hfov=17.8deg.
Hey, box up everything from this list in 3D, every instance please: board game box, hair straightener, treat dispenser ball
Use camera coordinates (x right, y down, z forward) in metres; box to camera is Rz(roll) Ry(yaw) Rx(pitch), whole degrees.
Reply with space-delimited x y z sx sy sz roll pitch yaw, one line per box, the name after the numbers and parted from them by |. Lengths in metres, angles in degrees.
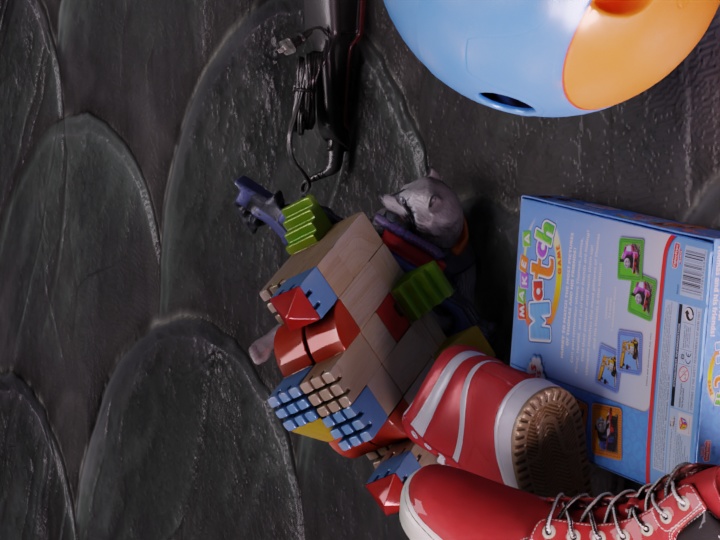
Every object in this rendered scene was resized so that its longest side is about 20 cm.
0.155 0.042 1.354 0.200 0.037 0.152 18 106 59 | board game box
-0.038 -0.154 1.665 0.041 0.077 0.200 16 103 44 | hair straightener
0.107 -0.185 1.276 0.201 0.201 0.201 -2 88 61 | treat dispenser ball

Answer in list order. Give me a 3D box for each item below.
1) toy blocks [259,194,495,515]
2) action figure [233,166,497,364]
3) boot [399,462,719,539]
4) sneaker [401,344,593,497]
-0.002 0.063 1.440 0.100 0.137 0.200 -25 105 34 | toy blocks
0.000 0.000 1.554 0.200 0.105 0.194 38 127 2 | action figure
0.129 0.132 1.259 0.072 0.200 0.144 -64 -1 -46 | boot
0.085 0.136 1.400 0.112 0.071 0.200 30 135 46 | sneaker
